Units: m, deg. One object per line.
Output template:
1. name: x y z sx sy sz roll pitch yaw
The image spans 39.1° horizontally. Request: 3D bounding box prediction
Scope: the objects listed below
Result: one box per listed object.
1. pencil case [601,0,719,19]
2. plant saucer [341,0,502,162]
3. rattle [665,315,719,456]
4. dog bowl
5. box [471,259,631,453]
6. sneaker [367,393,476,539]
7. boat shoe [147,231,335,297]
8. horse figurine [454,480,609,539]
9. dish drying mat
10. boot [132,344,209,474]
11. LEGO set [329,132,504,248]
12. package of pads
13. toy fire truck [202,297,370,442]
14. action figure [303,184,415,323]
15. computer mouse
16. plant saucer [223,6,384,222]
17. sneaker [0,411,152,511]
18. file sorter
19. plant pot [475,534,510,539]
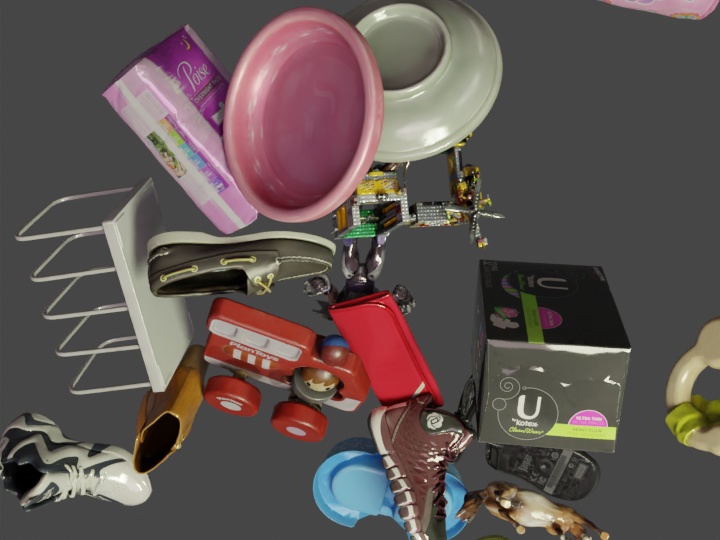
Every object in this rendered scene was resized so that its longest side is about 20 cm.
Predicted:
1. pencil case: 0.258 -0.304 0.992 0.197 0.088 0.088 11 114 -1
2. plant saucer: 0.039 -0.204 0.996 0.197 0.202 0.050 -9 155 8
3. rattle: 0.445 0.116 1.166 0.141 0.130 0.202 16 87 -15
4. dog bowl: 0.040 0.271 1.271 0.197 0.050 0.113 14 113 -1
5. box: 0.197 0.086 1.097 0.146 0.200 0.126 3 114 2
6. sneaker: 0.092 0.236 1.176 0.114 0.076 0.202 -24 76 6
7. boat shoe: -0.123 -0.001 1.068 0.198 0.061 0.072 -1 154 -9
8. horse figurine: 0.206 0.295 1.228 0.198 0.133 0.051 17 89 -8
9. dish drying mat: 0.034 0.103 1.180 0.076 0.018 0.201 -14 131 15
10. boot: -0.241 0.192 1.196 0.070 0.145 0.202 28 123 -6
11. LEGO set: 0.047 -0.103 1.029 0.197 0.116 0.156 4 83 -13
12. package of pads: -0.162 -0.150 1.065 0.075 0.121 0.200 -28 110 36
13. toy fire truck: -0.082 0.102 1.131 0.198 0.113 0.168 21 154 -6
14. action figure: 0.000 0.000 1.148 0.128 0.070 0.202 2 117 -2
15. computer mouse: 0.204 0.191 1.231 0.198 0.046 0.142 17 111 4
16. plant saucer: -0.049 -0.146 0.971 0.199 0.051 0.203 -2 87 41
17. sneaker: -0.362 0.263 1.253 0.198 0.130 0.080 33 113 -10
18. file sorter: -0.283 0.021 1.140 0.123 0.139 0.202 -8 113 10
19. plant pot: 0.213 0.468 1.280 0.192 0.201 0.201 31 113 -22
